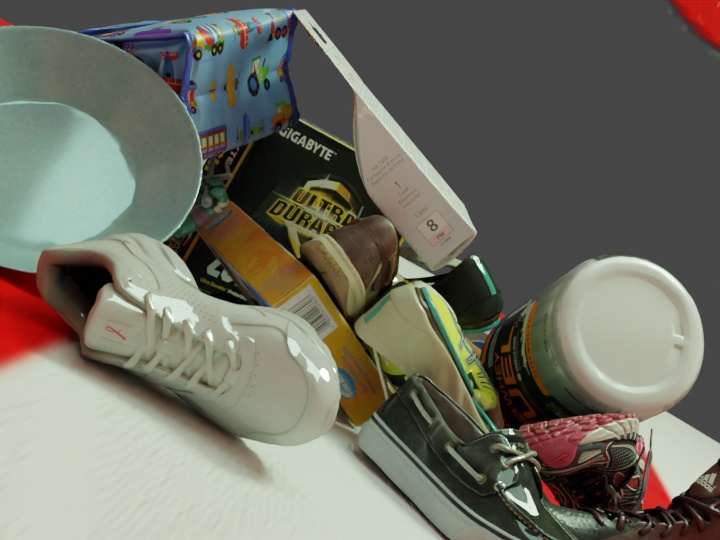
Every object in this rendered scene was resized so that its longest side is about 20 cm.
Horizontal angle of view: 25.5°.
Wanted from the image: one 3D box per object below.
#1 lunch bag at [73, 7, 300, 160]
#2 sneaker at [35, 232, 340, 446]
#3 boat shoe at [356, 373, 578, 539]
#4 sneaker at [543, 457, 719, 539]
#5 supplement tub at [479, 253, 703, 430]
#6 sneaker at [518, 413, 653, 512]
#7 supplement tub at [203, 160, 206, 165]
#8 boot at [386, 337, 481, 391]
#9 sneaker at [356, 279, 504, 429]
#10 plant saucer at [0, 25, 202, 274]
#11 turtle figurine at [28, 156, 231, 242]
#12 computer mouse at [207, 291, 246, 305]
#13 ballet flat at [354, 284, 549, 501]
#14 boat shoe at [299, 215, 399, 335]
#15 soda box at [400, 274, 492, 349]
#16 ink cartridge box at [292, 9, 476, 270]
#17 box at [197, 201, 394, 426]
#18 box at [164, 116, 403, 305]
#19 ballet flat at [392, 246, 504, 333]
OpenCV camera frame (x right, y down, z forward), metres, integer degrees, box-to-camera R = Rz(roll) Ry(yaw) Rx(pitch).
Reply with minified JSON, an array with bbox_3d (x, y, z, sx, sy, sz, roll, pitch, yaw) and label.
[{"bbox_3d":[-0.167,-0.144,1.162,0.200,0.094,0.151,8,19,26],"label":"lunch bag"},{"bbox_3d":[-0.104,0.041,0.873,0.200,0.078,0.099,26,11,29],"label":"sneaker"},{"bbox_3d":[0.075,0.127,0.972,0.200,0.071,0.072,36,8,39],"label":"boat shoe"},{"bbox_3d":[0.192,0.161,1.047,0.200,0.116,0.076,29,6,-18],"label":"sneaker"},{"bbox_3d":[0.165,0.070,1.212,0.122,0.123,0.200,30,-23,-6],"label":"supplement tub"},{"bbox_3d":[0.167,0.145,1.118,0.081,0.075,0.200,-9,-18,20],"label":"sneaker"},{"bbox_3d":[-0.176,-0.119,1.467,0.145,0.145,0.200,33,6,28],"label":"supplement tub"},{"bbox_3d":[0.084,0.083,1.380,0.200,0.077,0.155,29,5,-5],"label":"boot"},{"bbox_3d":[0.063,0.075,1.159,0.076,0.075,0.200,40,-7,38],"label":"sneaker"},{"bbox_3d":[-0.202,-0.070,1.014,0.201,0.039,0.201,10,52,-13],"label":"plant saucer"},{"bbox_3d":[-0.169,-0.050,1.134,0.150,0.101,0.200,17,16,11],"label":"turtle figurine"},{"bbox_3d":[-0.080,0.039,1.143,0.059,0.034,0.200,28,6,-18],"label":"computer mouse"},{"bbox_3d":[0.059,0.101,1.084,0.200,0.069,0.069,59,-3,-16],"label":"ballet flat"},{"bbox_3d":[0.000,0.000,1.144,0.072,0.072,0.200,52,-7,11],"label":"boat shoe"},{"bbox_3d":[0.080,0.071,1.499,0.200,0.070,0.063,31,6,4],"label":"soda box"},{"bbox_3d":[0.004,-0.098,1.165,0.200,0.057,0.163,46,7,-6],"label":"ink cartridge box"},{"bbox_3d":[-0.054,0.024,1.157,0.119,0.041,0.200,57,-10,-28],"label":"box"},{"bbox_3d":[-0.054,-0.039,1.321,0.200,0.160,0.049,26,8,-44],"label":"box"},{"bbox_3d":[0.023,0.014,1.254,0.200,0.069,0.068,-5,17,34],"label":"ballet flat"}]
